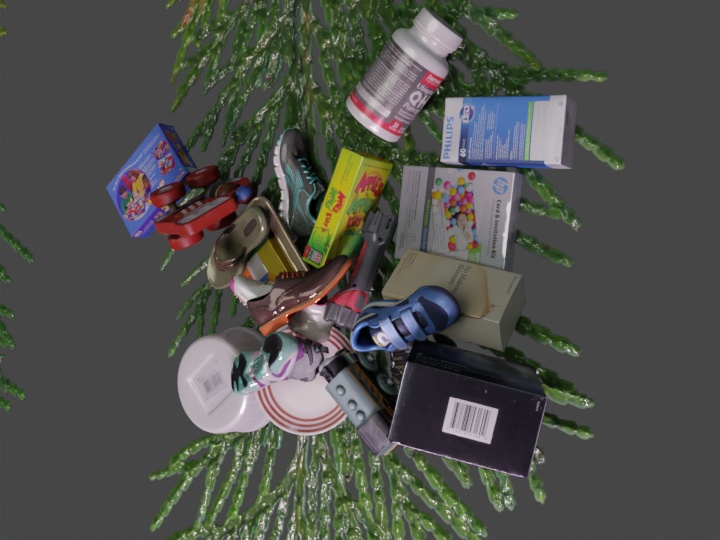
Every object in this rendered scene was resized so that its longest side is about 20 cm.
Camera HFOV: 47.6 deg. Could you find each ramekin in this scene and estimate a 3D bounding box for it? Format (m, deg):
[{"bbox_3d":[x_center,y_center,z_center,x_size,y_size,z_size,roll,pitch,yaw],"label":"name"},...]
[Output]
[{"bbox_3d":[-0.251,0.209,1.537,0.198,0.097,0.203,0,90,32],"label":"ramekin"}]

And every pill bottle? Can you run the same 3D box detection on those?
[{"bbox_3d":[0.074,-0.319,1.327,0.111,0.110,0.201,48,113,23],"label":"pill bottle"}]

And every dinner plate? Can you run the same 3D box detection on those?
[{"bbox_3d":[-0.094,0.189,1.453,0.198,0.024,0.203,-2,82,11],"label":"dinner plate"}]

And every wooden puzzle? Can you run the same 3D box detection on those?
[{"bbox_3d":[-0.178,-0.006,1.485,0.185,0.037,0.201,-41,80,40],"label":"wooden puzzle"}]

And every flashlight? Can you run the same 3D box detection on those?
[{"bbox_3d":[0.000,0.000,1.376,0.067,0.068,0.202,20,81,2],"label":"flashlight"}]

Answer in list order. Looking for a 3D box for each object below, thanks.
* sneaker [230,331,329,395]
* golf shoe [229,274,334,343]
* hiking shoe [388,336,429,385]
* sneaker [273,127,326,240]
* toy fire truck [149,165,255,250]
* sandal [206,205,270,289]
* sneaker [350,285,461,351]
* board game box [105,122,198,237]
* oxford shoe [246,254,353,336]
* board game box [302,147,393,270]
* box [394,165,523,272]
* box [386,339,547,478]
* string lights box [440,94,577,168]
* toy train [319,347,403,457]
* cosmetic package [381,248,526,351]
[{"bbox_3d":[-0.128,0.170,1.404,0.199,0.139,0.079,-31,56,47],"label":"sneaker"},{"bbox_3d":[-0.129,0.045,1.416,0.198,0.075,0.092,28,106,-2],"label":"golf shoe"},{"bbox_3d":[0.069,0.136,1.347,0.200,0.075,0.101,43,108,24],"label":"hiking shoe"},{"bbox_3d":[-0.100,-0.155,1.463,0.090,0.077,0.203,0,99,28],"label":"sneaker"},{"bbox_3d":[-0.275,-0.117,1.493,0.167,0.199,0.113,7,123,49],"label":"toy fire truck"},{"bbox_3d":[-0.231,-0.043,1.462,0.080,0.057,0.201,53,129,17],"label":"sandal"},{"bbox_3d":[0.064,0.080,1.217,0.199,0.082,0.074,-20,108,44],"label":"sneaker"},{"bbox_3d":[-0.429,-0.183,1.682,0.200,0.045,0.135,-42,69,25],"label":"board game box"},{"bbox_3d":[-0.101,0.026,1.339,0.199,0.071,0.073,-36,95,11],"label":"oxford shoe"},{"bbox_3d":[-0.021,-0.101,1.390,0.047,0.101,0.202,28,104,29],"label":"board game box"},{"bbox_3d":[0.155,-0.085,1.316,0.198,0.041,0.158,9,95,31],"label":"box"},{"bbox_3d":[0.154,0.190,1.187,0.198,0.198,0.125,14,96,6],"label":"box"},{"bbox_3d":[0.226,-0.213,1.260,0.198,0.059,0.104,7,93,32],"label":"string lights box"},{"bbox_3d":[0.012,0.215,1.352,0.085,0.114,0.201,-45,76,22],"label":"toy train"},{"bbox_3d":[0.145,0.043,1.268,0.198,0.074,0.104,12,52,28],"label":"cosmetic package"}]
